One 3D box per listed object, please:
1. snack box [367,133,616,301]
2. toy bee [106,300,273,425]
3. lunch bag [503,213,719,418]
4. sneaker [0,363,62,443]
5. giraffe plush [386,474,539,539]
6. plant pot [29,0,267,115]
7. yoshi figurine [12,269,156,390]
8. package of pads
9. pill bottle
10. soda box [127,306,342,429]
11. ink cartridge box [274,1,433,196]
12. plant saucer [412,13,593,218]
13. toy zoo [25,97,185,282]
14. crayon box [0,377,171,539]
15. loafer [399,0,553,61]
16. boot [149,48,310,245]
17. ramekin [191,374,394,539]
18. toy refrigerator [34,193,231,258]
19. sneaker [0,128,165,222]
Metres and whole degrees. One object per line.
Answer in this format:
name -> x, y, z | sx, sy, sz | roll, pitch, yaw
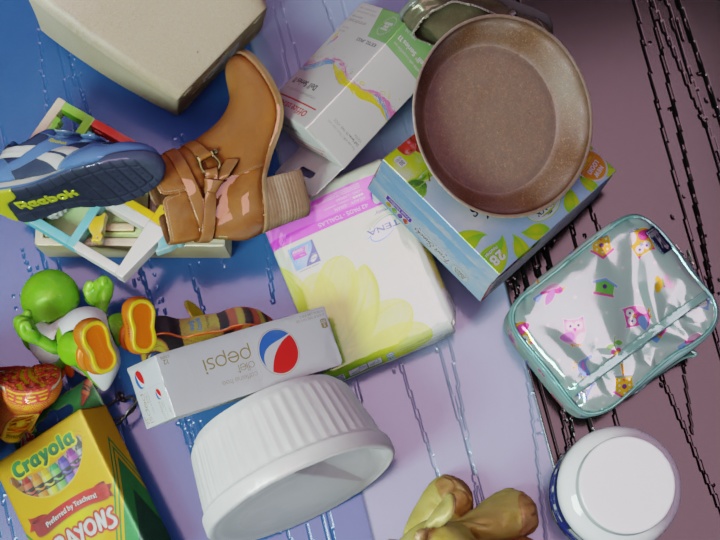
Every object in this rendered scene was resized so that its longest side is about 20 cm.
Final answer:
snack box -> 0.136, -0.093, 1.721 | 0.169, 0.068, 0.200 | 46, 60, 9
toy bee -> -0.181, 0.080, 1.706 | 0.200, 0.109, 0.131 | -33, 36, -18
lunch bag -> 0.262, 0.049, 1.721 | 0.200, 0.077, 0.161 | -37, 80, -5
sneaker -> -0.338, 0.133, 1.679 | 0.073, 0.200, 0.078 | -8, 90, -22
giraffe plush -> 0.084, 0.283, 1.641 | 0.199, 0.162, 0.174 | -5, 80, 1
plant pot -> -0.207, -0.276, 1.750 | 0.177, 0.200, 0.200 | 44, 84, -4
yoshi figurine -> -0.290, 0.045, 1.686 | 0.112, 0.200, 0.112 | 33, 72, -31
package of pads -> 0.000, 0.000, 1.745 | 0.154, 0.068, 0.201 | -22, 80, -1
pill bottle -> 0.247, 0.213, 1.629 | 0.119, 0.200, 0.120 | 0, 79, 2
soda box -> -0.120, 0.094, 1.635 | 0.199, 0.068, 0.064 | -16, 85, -35
ink cartridge box -> -0.022, -0.180, 1.748 | 0.200, 0.117, 0.067 | -48, 120, -7
plant saucer -> 0.135, -0.150, 1.659 | 0.199, 0.037, 0.202 | 2, 85, -23
toy zoo -> -0.264, -0.077, 1.725 | 0.199, 0.020, 0.132 | 29, 75, 10
crayon box -> -0.287, 0.226, 1.701 | 0.127, 0.051, 0.201 | -33, 78, 22
loafer -> 0.127, -0.240, 1.699 | 0.199, 0.075, 0.070 | 6, 53, -37
boot -> -0.149, -0.125, 1.700 | 0.154, 0.074, 0.201 | -14, 71, -17
ramekin -> -0.074, 0.182, 1.655 | 0.202, 0.202, 0.095 | -25, 69, -3
toy refrigerator -> -0.237, -0.056, 1.763 | 0.199, 0.070, 0.076 | 1, 79, 2
sneaker -> -0.284, -0.107, 1.664 | 0.199, 0.074, 0.083 | -7, 56, 22
